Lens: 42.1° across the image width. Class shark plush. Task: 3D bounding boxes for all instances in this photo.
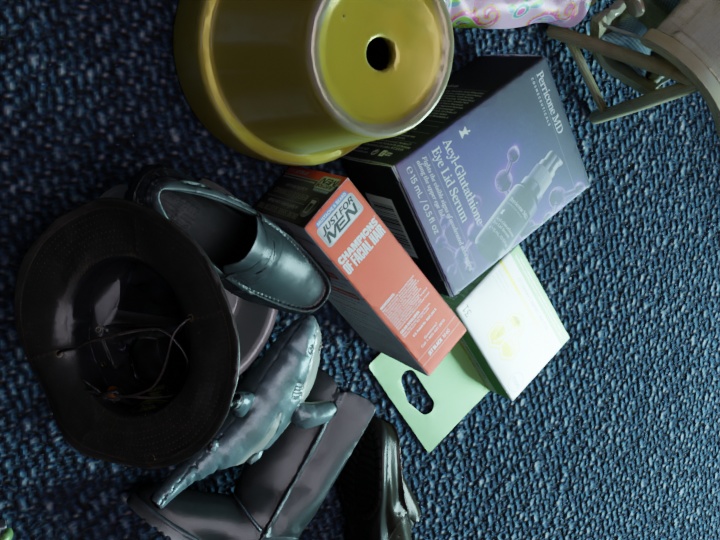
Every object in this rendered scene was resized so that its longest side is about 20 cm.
[{"bbox_3d":[-0.110,0.120,0.814,0.199,0.091,0.084,-32,151,-20],"label":"shark plush"}]

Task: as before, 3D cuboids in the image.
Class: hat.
[{"bbox_3d":[-0.162,0.044,0.715,0.081,0.198,0.204,-20,118,-69],"label":"hat"}]

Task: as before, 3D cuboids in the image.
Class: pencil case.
[{"bbox_3d":[0.128,-0.272,0.897,0.198,0.087,0.089,-11,107,-28],"label":"pencil case"}]

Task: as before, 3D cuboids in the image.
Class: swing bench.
[{"bbox_3d":[0.339,-0.255,0.956,0.199,0.199,0.130,-46,120,-14],"label":"swing bench"}]

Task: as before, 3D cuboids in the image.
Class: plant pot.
[{"bbox_3d":[-0.028,-0.179,0.759,0.198,0.188,0.204,-8,107,-29],"label":"plant pot"}]

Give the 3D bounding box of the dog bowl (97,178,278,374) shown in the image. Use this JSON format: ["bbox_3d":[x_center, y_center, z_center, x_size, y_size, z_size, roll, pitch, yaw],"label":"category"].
[{"bbox_3d":[-0.158,0.019,0.804,0.198,0.058,0.203,-7,104,-30],"label":"dog bowl"}]

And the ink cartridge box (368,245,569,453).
[{"bbox_3d":[0.120,0.085,0.996,0.200,0.048,0.146,-45,120,-18],"label":"ink cartridge box"}]

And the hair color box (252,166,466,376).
[{"bbox_3d":[0.000,0.000,0.864,0.064,0.111,0.200,-49,121,-13],"label":"hair color box"}]

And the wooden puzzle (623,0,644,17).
[{"bbox_3d":[0.227,-0.368,0.879,0.185,0.046,0.203,43,50,-47],"label":"wooden puzzle"}]

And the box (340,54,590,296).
[{"bbox_3d":[0.104,-0.098,0.908,0.199,0.104,0.149,-38,117,-18],"label":"box"}]

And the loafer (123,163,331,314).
[{"bbox_3d":[-0.098,-0.017,0.755,0.200,0.070,0.069,33,84,-32],"label":"loafer"}]

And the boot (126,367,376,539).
[{"bbox_3d":[-0.097,0.172,0.870,0.164,0.066,0.201,36,78,-18],"label":"boot"}]

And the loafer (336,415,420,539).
[{"bbox_3d":[0.022,0.238,0.965,0.071,0.073,0.203,-15,112,-39],"label":"loafer"}]

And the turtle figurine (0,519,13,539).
[{"bbox_3d":[-0.292,0.276,0.735,0.201,0.144,0.194,-49,125,-8],"label":"turtle figurine"}]
